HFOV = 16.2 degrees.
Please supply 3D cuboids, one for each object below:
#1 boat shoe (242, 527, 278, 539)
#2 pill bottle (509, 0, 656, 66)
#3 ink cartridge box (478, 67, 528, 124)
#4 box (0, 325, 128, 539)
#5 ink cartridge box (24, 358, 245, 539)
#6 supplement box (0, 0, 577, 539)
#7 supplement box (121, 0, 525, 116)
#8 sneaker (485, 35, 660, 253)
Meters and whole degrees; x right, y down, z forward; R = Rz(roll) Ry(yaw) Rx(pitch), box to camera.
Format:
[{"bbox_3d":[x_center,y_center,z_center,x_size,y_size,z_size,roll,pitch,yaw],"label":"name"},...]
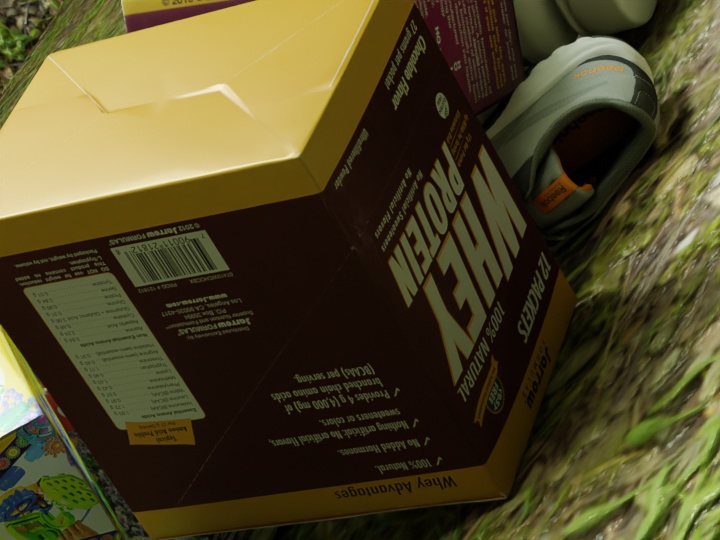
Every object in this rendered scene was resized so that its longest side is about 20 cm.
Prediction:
[{"bbox_3d":[-0.099,0.125,1.398,0.072,0.065,0.200,-48,18,-1],"label":"boat shoe"},{"bbox_3d":[0.057,-0.164,1.412,0.199,0.113,0.113,-10,35,27],"label":"pill bottle"},{"bbox_3d":[0.007,-0.092,1.571,0.200,0.084,0.145,-51,15,1],"label":"ink cartridge box"},{"bbox_3d":[-0.209,0.110,1.345,0.122,0.193,0.200,-30,42,-5],"label":"box"},{"bbox_3d":[-0.106,0.047,1.266,0.050,0.200,0.109,-3,41,28],"label":"ink cartridge box"},{"bbox_3d":[-0.041,-0.001,1.145,0.197,0.200,0.133,-10,37,31],"label":"supplement box"},{"bbox_3d":[-0.014,-0.115,1.281,0.131,0.104,0.200,-5,13,26],"label":"supplement box"},{"bbox_3d":[0.072,-0.031,1.258,0.200,0.074,0.079,-48,20,12],"label":"sneaker"}]
